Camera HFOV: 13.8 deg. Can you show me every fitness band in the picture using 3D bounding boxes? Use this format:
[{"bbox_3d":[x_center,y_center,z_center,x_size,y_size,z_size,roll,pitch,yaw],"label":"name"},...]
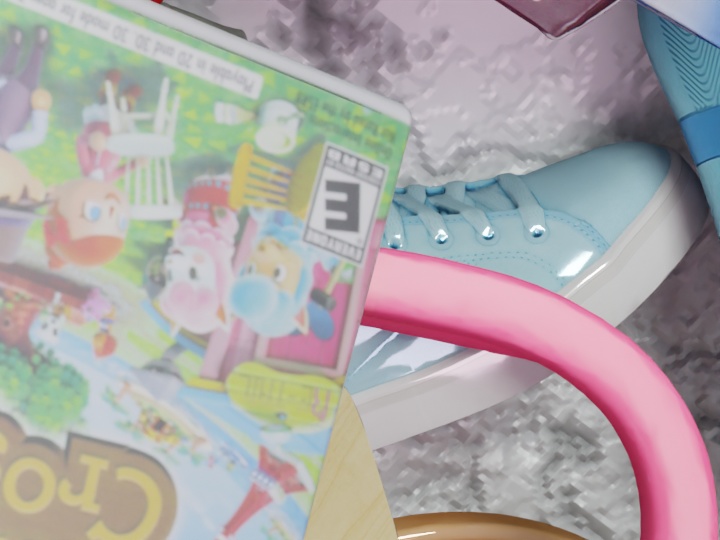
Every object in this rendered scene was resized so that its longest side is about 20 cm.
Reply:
[{"bbox_3d":[-0.007,0.066,0.774,0.200,0.037,0.144,10,83,-6],"label":"fitness band"}]

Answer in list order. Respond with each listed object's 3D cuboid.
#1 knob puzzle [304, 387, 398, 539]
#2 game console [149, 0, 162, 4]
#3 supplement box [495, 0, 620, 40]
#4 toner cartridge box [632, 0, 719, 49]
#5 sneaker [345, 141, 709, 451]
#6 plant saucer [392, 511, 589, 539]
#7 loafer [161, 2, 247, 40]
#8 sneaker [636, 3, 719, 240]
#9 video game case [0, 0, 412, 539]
[{"bbox_3d":[-0.066,0.101,0.714,0.220,0.030,0.220,7,77,-29],"label":"knob puzzle"},{"bbox_3d":[-0.113,-0.158,0.711,0.200,0.119,0.172,35,111,-26],"label":"game console"},{"bbox_3d":[0.007,-0.167,0.667,0.200,0.131,0.103,30,134,-28],"label":"supplement box"},{"bbox_3d":[0.111,-0.160,0.755,0.043,0.095,0.200,28,96,-25],"label":"toner cartridge box"},{"bbox_3d":[0.000,0.000,0.826,0.200,0.074,0.082,-27,114,-8],"label":"sneaker"},{"bbox_3d":[0.015,0.159,0.923,0.200,0.037,0.200,-6,116,-13],"label":"plant saucer"},{"bbox_3d":[-0.121,-0.075,0.767,0.200,0.070,0.070,27,75,-23],"label":"loafer"},{"bbox_3d":[0.136,-0.040,0.849,0.080,0.131,0.200,-10,83,18],"label":"sneaker"},{"bbox_3d":[-0.095,0.014,0.672,0.200,0.022,0.182,21,76,-26],"label":"video game case"}]
